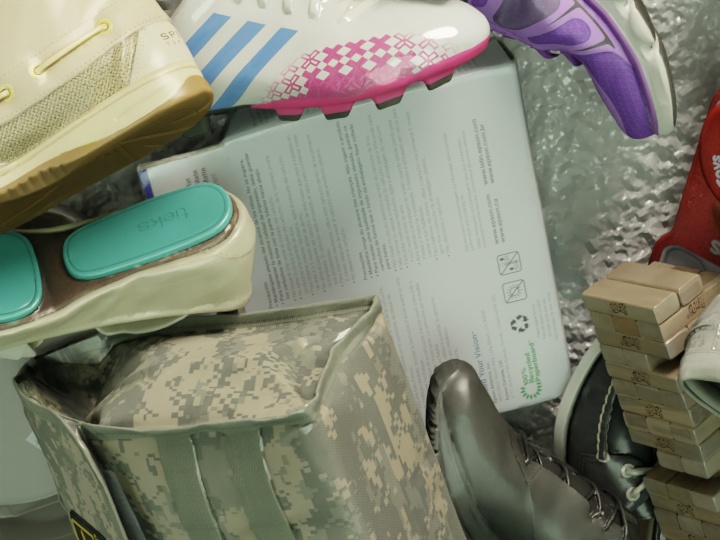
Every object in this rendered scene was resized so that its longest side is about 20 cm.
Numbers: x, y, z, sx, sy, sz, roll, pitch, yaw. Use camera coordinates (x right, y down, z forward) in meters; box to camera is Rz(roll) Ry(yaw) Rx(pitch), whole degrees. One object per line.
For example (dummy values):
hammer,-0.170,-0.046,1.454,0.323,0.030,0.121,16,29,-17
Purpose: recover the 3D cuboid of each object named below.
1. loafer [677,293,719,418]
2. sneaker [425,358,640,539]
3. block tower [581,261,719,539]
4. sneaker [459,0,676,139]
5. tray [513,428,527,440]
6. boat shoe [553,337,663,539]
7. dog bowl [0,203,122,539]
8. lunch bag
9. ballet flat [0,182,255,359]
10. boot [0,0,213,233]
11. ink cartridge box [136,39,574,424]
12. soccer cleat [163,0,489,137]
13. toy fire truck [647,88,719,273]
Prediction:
loafer,0.241,0.086,0.966,0.199,0.070,0.070,32,145,9
sneaker,0.094,0.127,1.050,0.090,0.076,0.201,-22,113,10
block tower,0.179,0.090,1.050,0.054,0.058,0.201,-33,116,-28
sneaker,0.080,-0.138,0.983,0.083,0.081,0.200,-39,104,15
tray,-0.005,0.142,1.133,0.198,0.022,0.108,-1,117,-5
boat shoe,0.140,0.121,1.102,0.073,0.060,0.202,-10,123,-38
dog bowl,-0.188,0.051,1.050,0.198,0.059,0.202,-2,116,-4
lunch bag,-0.068,0.113,0.984,0.198,0.118,0.165,-7,118,28
ballet flat,-0.145,0.012,0.972,0.198,0.070,0.070,-11,116,0
boot,-0.187,-0.099,0.931,0.199,0.073,0.156,-27,81,-1
ink cartridge box,0.000,0.000,1.046,0.198,0.041,0.201,-15,117,-6
soccer cleat,-0.040,-0.116,0.956,0.198,0.070,0.087,-8,110,21
toy fire truck,0.246,-0.008,1.007,0.199,0.112,0.169,31,128,26
